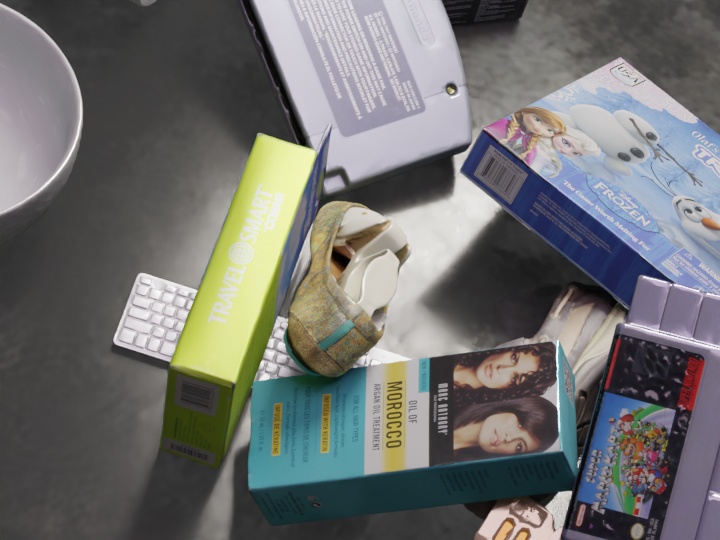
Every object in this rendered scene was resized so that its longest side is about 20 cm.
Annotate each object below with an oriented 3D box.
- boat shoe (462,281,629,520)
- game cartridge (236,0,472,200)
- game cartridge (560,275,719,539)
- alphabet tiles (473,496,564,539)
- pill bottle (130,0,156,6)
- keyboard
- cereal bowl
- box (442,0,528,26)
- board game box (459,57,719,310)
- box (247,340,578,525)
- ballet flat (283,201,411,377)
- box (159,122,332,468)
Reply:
[{"bbox_3d":[0.115,0.083,1.625,0.073,0.075,0.200,24,51,26],"label":"boat shoe"},{"bbox_3d":[-0.004,-0.160,1.740,0.133,0.042,0.200,-18,82,-22],"label":"game cartridge"},{"bbox_3d":[0.199,0.113,1.503,0.129,0.038,0.200,15,85,2],"label":"game cartridge"},{"bbox_3d":[0.147,0.225,1.529,0.200,0.015,0.196,32,76,10],"label":"alphabet tiles"},{"bbox_3d":[-0.217,-0.268,1.759,0.200,0.112,0.112,31,56,9],"label":"pill bottle"},{"bbox_3d":[-0.059,0.055,1.635,0.200,0.011,0.056,18,55,1],"label":"keyboard"},{"bbox_3d":[-0.284,-0.085,1.639,0.200,0.083,0.200,6,56,-9],"label":"cereal bowl"},{"bbox_3d":[0.008,-0.248,1.831,0.200,0.049,0.161,-7,63,-16],"label":"box"},{"bbox_3d":[0.198,-0.049,1.697,0.200,0.043,0.199,40,34,15],"label":"board game box"},{"bbox_3d":[0.032,0.101,1.551,0.200,0.049,0.082,-9,55,14],"label":"box"},{"bbox_3d":[0.000,0.000,1.609,0.071,0.071,0.200,18,29,1],"label":"ballet flat"},{"bbox_3d":[-0.072,0.010,1.584,0.048,0.122,0.200,18,60,3],"label":"box"}]
